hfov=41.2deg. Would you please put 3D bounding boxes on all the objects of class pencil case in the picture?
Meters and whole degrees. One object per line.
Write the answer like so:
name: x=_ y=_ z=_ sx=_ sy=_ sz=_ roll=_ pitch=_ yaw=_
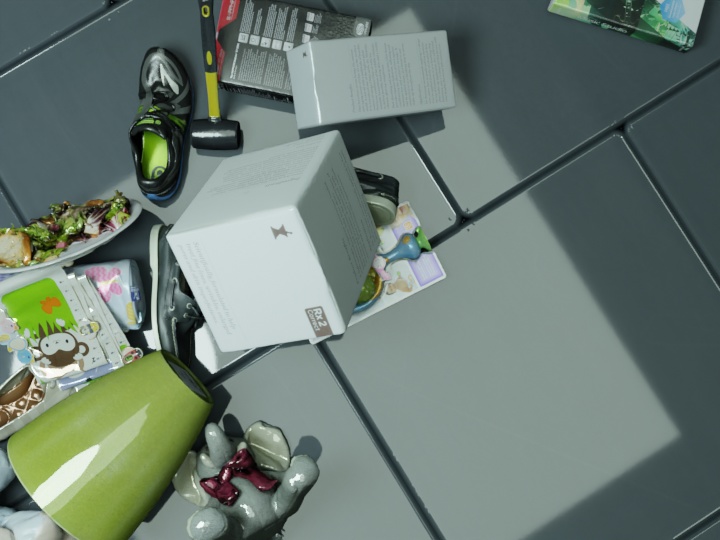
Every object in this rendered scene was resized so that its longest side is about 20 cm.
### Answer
pencil case: x=-0.373 y=0.039 z=1.213 sx=0.199 sy=0.083 sz=0.091 roll=-6 pitch=99 yaw=-2

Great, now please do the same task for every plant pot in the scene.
plant pot: x=-0.279 y=0.195 z=1.144 sx=0.200 sy=0.187 sz=0.187 roll=-44 pitch=87 yaw=-2

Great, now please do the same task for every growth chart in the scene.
growth chart: x=-0.361 y=0.079 z=1.175 sx=0.144 sy=0.018 sz=0.200 roll=-30 pitch=109 yaw=5

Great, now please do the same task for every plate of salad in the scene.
plate of salad: x=-0.366 y=-0.054 z=1.169 sx=0.199 sy=0.200 sz=0.048 roll=-19 pitch=113 yaw=-3

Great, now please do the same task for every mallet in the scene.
mallet: x=-0.199 y=-0.246 z=1.219 sx=0.066 sy=0.041 sz=0.201 roll=-5 pitch=120 yaw=4

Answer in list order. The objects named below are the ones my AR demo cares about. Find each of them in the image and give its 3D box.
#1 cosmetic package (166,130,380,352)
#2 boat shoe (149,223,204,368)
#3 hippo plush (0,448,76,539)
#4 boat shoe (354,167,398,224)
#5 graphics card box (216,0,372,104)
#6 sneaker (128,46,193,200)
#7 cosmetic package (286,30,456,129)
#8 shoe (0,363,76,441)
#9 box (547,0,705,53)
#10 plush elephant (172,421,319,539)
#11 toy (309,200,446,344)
cosmetic package: x=-0.093 y=-0.036 z=1.124 sx=0.164 sy=0.200 sz=0.165 roll=-11 pitch=118 yaw=21
boat shoe: x=-0.225 y=0.036 z=1.222 sx=0.066 sy=0.075 sz=0.200 roll=-7 pitch=76 yaw=9
hippo plush: x=-0.445 y=0.299 z=1.179 sx=0.200 sy=0.159 sz=0.161 roll=-44 pitch=64 yaw=36
boat shoe: x=-0.043 y=-0.118 z=1.237 sx=0.198 sy=0.075 sz=0.066 roll=13 pitch=63 yaw=12
graphics card box: x=-0.092 y=-0.287 z=1.265 sx=0.199 sy=0.051 sz=0.126 roll=10 pitch=85 yaw=0
sneaker: x=-0.258 y=-0.192 z=1.236 sx=0.070 sy=0.083 sz=0.201 roll=3 pitch=85 yaw=-2
cosmetic package: x=0.016 y=-0.241 z=1.211 sx=0.199 sy=0.071 sz=0.102 roll=-11 pitch=97 yaw=-27
shoe: x=-0.416 y=0.157 z=1.215 sx=0.200 sy=0.053 sz=0.070 roll=-38 pitch=87 yaw=-4
box: x=0.369 y=-0.394 z=1.296 sx=0.199 sy=0.036 sz=0.145 roll=16 pitch=84 yaw=1
plush elephant: x=-0.152 y=0.254 z=1.173 sx=0.164 sy=0.200 sz=0.155 roll=-28 pitch=63 yaw=-17
toy: x=0.000 y=0.000 z=1.244 sx=0.199 sy=0.047 sz=0.116 roll=-26 pitch=84 yaw=-4
